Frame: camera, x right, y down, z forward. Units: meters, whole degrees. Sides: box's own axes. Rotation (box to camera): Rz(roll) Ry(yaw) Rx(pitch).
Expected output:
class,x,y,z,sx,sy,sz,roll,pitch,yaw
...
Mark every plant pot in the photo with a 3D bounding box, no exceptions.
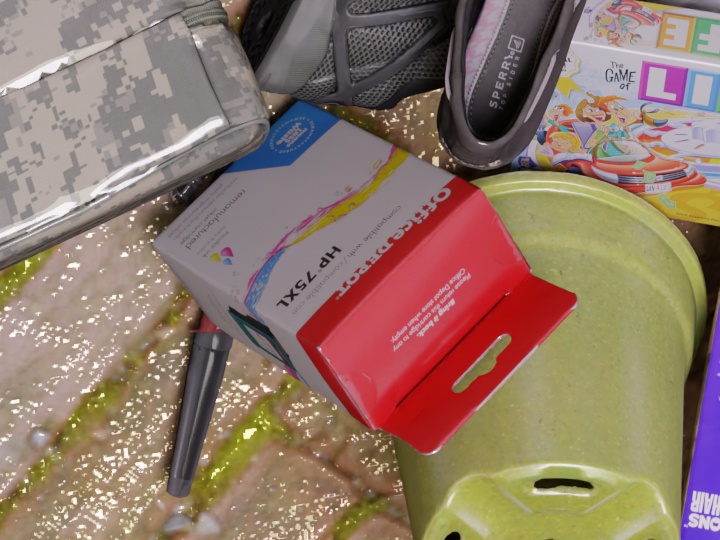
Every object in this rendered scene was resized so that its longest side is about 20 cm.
class,x,y,z,sx,sy,sz,roll,pitch,yaw
plant pot,0.091,0.084,1.160,0.199,0.185,0.201,0,130,0

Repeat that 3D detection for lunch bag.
class,x,y,z,sx,sy,sz,roll,pitch,yaw
lunch bag,-0.156,-0.103,1.082,0.199,0.139,0.168,-25,92,-4

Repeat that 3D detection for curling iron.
class,x,y,z,sx,sy,sz,roll,pitch,yaw
curling iron,-0.088,0.028,1.211,0.049,0.026,0.201,1,109,-22

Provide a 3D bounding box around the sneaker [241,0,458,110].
class,x,y,z,sx,sy,sz,roll,pitch,yaw
sneaker,0.028,-0.162,1.132,0.114,0.076,0.200,15,122,-26

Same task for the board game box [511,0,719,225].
class,x,y,z,sx,sy,sz,roll,pitch,yaw
board game box,0.180,-0.077,1.153,0.199,0.034,0.135,10,147,8

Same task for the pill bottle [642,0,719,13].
class,x,y,z,sx,sy,sz,roll,pitch,yaw
pill bottle,0.239,-0.141,1.185,0.200,0.116,0.116,30,101,-22

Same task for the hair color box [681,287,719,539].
class,x,y,z,sx,sy,sz,roll,pitch,yaw
hair color box,0.212,0.092,1.214,0.064,0.109,0.201,8,81,10

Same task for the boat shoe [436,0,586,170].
class,x,y,z,sx,sy,sz,roll,pitch,yaw
boat shoe,0.083,-0.146,1.067,0.067,0.057,0.201,15,90,-1

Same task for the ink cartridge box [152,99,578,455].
class,x,y,z,sx,sy,sz,roll,pitch,yaw
ink cartridge box,0.000,0.000,1.112,0.116,0.200,0.067,-45,129,-14
